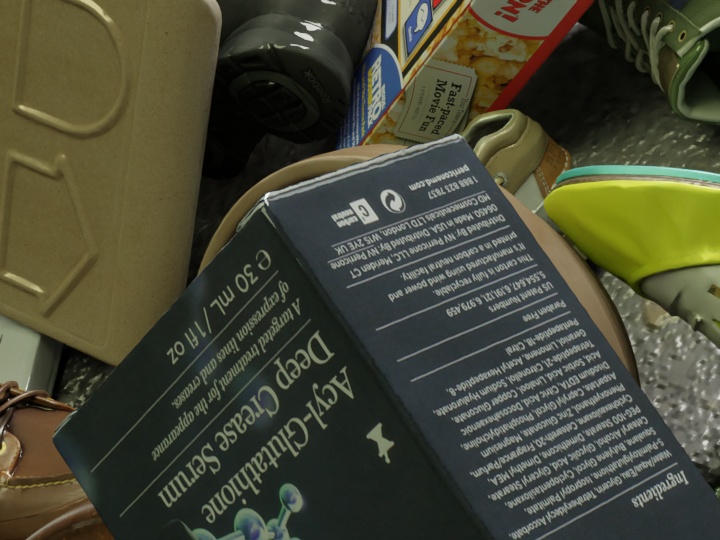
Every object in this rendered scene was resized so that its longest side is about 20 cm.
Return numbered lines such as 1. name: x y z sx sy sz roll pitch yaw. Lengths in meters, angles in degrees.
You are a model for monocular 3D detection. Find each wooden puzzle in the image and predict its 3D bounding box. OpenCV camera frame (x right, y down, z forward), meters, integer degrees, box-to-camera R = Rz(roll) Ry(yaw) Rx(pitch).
1. wooden puzzle: -0.155 -0.070 1.114 0.200 0.186 0.046 20 26 23

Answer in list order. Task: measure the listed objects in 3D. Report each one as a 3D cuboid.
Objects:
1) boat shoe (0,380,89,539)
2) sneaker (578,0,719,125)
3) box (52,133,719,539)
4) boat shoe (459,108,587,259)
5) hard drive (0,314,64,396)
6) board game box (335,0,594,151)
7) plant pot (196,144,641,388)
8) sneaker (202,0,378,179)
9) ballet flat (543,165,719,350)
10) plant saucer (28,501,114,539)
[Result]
1. boat shoe: -0.155 0.084 1.047 0.200 0.068 0.072 -10 16 35
2. sneaker: 0.140 -0.104 1.011 0.200 0.067 0.090 9 55 38
3. box: 0.017 0.084 0.804 0.200 0.107 0.148 55 132 13
4. boat shoe: 0.000 0.000 1.016 0.200 0.068 0.075 -31 27 7
5. hard drive: -0.197 0.018 1.189 0.132 0.026 0.200 -14 47 27
6. board game box: 0.053 -0.144 1.052 0.200 0.046 0.152 -51 28 44
7. plant pot: 0.036 0.046 0.911 0.201 0.201 0.093 7 18 40
8. sneaker: -0.052 -0.100 1.129 0.200 0.076 0.091 -7 50 53
9. ballet flat: 0.163 0.005 0.862 0.200 0.067 0.067 6 72 3
10. plant saucer: -0.096 0.166 0.902 0.200 0.034 0.201 -18 57 29
